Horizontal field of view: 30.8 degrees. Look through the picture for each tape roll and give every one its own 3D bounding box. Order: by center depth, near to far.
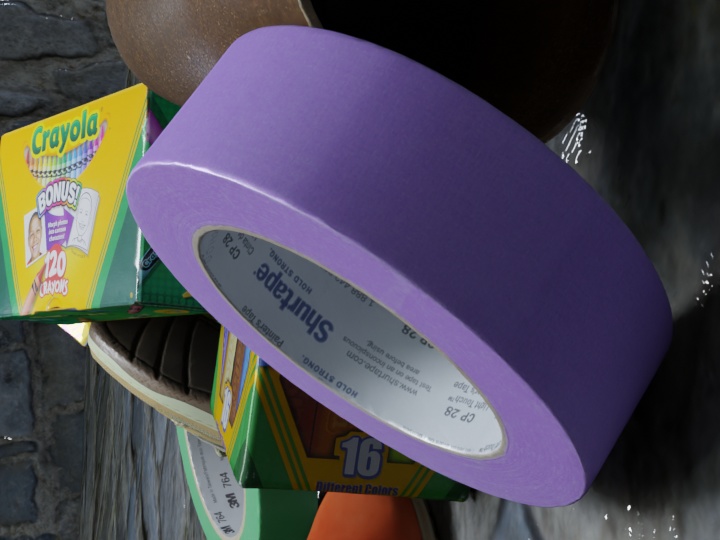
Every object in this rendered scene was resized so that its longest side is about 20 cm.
[{"bbox_3d":[0.012,0.003,0.484,0.066,0.200,0.200,-55,7,-19],"label":"tape roll"},{"bbox_3d":[-0.091,0.128,0.992,0.200,0.048,0.202,171,90,-68],"label":"tape roll"}]

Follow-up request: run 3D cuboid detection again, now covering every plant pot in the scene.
[{"bbox_3d":[-0.023,-0.132,0.568,0.199,0.186,0.189,-2,81,49],"label":"plant pot"}]

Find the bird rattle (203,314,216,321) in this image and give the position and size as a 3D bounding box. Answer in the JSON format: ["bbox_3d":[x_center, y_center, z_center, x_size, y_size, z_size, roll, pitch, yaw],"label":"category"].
[{"bbox_3d":[-0.049,-0.053,0.884,0.164,0.112,0.201,83,-164,-58],"label":"bird rattle"}]

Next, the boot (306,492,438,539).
[{"bbox_3d":[-0.016,0.171,0.642,0.107,0.074,0.201,56,-143,-44],"label":"boot"}]

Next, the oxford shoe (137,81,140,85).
[{"bbox_3d":[-0.111,-0.106,0.816,0.084,0.072,0.202,-146,73,-82],"label":"oxford shoe"}]

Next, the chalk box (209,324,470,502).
[{"bbox_3d":[0.000,0.000,0.674,0.124,0.124,0.202,-134,51,-70],"label":"chalk box"}]

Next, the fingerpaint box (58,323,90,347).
[{"bbox_3d":[-0.143,-0.039,1.019,0.201,0.073,0.167,-60,-24,8],"label":"fingerpaint box"}]

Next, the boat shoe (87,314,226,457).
[{"bbox_3d":[-0.088,0.090,0.839,0.072,0.199,0.076,-53,-15,-43],"label":"boat shoe"}]

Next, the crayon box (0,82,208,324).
[{"bbox_3d":[-0.151,-0.032,0.769,0.199,0.058,0.120,-7,79,52],"label":"crayon box"}]
